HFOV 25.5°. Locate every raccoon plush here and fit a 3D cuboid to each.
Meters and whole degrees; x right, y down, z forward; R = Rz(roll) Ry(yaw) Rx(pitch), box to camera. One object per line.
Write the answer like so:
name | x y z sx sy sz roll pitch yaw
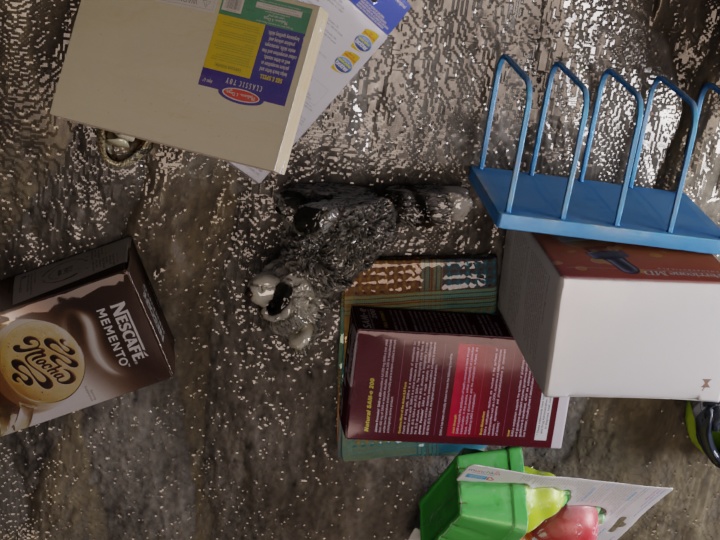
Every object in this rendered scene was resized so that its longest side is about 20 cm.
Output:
raccoon plush | 0.000 0.000 1.372 0.199 0.097 0.134 0 107 -5

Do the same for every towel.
towel | 0.051 0.080 1.462 0.146 0.022 0.200 -1 111 -6

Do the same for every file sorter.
file sorter | 0.210 -0.101 1.337 0.199 0.139 0.123 7 110 -9

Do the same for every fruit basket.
fruit basket | 0.161 0.224 1.482 0.200 0.094 0.185 2 148 -19

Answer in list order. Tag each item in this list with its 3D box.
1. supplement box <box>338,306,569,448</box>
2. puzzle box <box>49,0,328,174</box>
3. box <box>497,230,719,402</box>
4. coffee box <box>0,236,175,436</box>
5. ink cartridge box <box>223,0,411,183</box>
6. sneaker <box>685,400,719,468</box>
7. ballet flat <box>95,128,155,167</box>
supplement box | 0.086 0.096 1.428 0.199 0.061 0.109 4 110 -9
puzzle box | -0.135 -0.160 1.239 0.200 0.025 0.133 16 88 17
box | 0.213 0.022 1.353 0.152 0.200 0.107 2 110 -8
coffee box | -0.273 0.063 1.387 0.200 0.080 0.113 -19 113 3
ink cartridge box | -0.061 -0.176 1.296 0.200 0.042 0.119 -46 140 8
sneaker | 0.331 0.101 1.466 0.074 0.081 0.200 -20 114 2
ballet flat | -0.160 -0.168 1.303 0.068 0.075 0.200 26 108 -13
